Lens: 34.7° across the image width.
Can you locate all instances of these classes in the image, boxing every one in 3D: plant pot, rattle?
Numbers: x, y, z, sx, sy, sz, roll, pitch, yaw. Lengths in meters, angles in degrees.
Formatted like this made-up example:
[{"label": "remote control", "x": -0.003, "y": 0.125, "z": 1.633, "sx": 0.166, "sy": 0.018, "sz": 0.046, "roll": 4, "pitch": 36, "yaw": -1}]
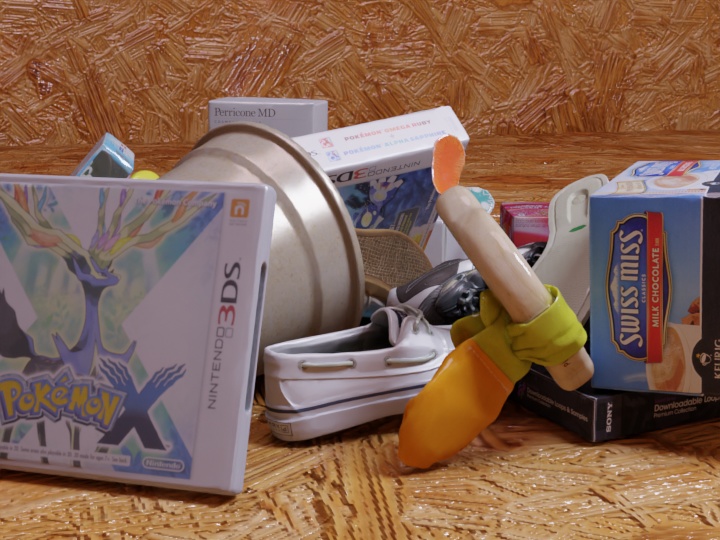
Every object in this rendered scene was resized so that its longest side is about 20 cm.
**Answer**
[{"label": "plant pot", "x": -0.129, "y": 0.015, "z": 0.828, "sx": 0.199, "sy": 0.203, "sz": 0.183, "roll": 10, "pitch": 27, "yaw": 41}, {"label": "rattle", "x": 0.057, "y": 0.017, "z": 0.774, "sx": 0.130, "sy": 0.143, "sz": 0.201, "roll": 22, "pitch": 27, "yaw": -51}]

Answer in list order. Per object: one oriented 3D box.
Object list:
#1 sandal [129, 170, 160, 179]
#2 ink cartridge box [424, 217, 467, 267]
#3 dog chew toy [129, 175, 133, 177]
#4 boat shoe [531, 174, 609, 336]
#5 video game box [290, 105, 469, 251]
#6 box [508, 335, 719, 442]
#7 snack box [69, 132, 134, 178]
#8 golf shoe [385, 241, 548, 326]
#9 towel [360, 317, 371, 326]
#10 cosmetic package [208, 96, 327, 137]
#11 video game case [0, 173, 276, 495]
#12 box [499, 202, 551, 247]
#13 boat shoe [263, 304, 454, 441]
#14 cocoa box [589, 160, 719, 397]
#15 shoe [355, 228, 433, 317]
[{"label": "sandal", "x": -0.190, "y": 0.000, "z": 0.957, "sx": 0.086, "sy": 0.080, "sz": 0.201, "roll": 19, "pitch": 55, "yaw": 12}, {"label": "ink cartridge box", "x": 0.025, "y": -0.032, "z": 1.243, "sx": 0.198, "sy": 0.089, "sz": 0.145, "roll": 3, "pitch": 12, "yaw": 24}, {"label": "dog chew toy", "x": -0.211, "y": -0.016, "z": 1.102, "sx": 0.123, "sy": 0.126, "sz": 0.200, "roll": -6, "pitch": 21, "yaw": -26}, {"label": "boat shoe", "x": 0.174, "y": 0.004, "z": 0.889, "sx": 0.071, "sy": 0.068, "sz": 0.201, "roll": -15, "pitch": 29, "yaw": 29}, {"label": "video game box", "x": -0.017, "y": -0.042, "z": 0.981, "sx": 0.180, "sy": 0.201, "sz": 0.047, "roll": -13, "pitch": 57, "yaw": -23}, {"label": "box", "x": 0.208, "y": 0.076, "z": 0.849, "sx": 0.198, "sy": 0.037, "sz": 0.143, "roll": -4, "pitch": 12, "yaw": -25}, {"label": "snack box", "x": -0.278, "y": -0.032, "z": 1.031, "sx": 0.037, "sy": 0.200, "sz": 0.116, "roll": 40, "pitch": 2, "yaw": -16}, {"label": "golf shoe", "x": 0.105, "y": 0.013, "z": 0.954, "sx": 0.094, "sy": 0.079, "sz": 0.199, "roll": 12, "pitch": 14, "yaw": 43}, {"label": "towel", "x": 0.077, "y": 0.054, "z": 0.992, "sx": 0.197, "sy": 0.022, "sz": 0.147, "roll": 2, "pitch": 12, "yaw": 1}, {"label": "cosmetic package", "x": -0.088, "y": -0.064, "z": 1.113, "sx": 0.106, "sy": 0.202, "sz": 0.085, "roll": 1, "pitch": 11, "yaw": 7}, {"label": "video game case", "x": -0.156, "y": 0.034, "z": 0.703, "sx": 0.198, "sy": 0.185, "sz": 0.022, "roll": 3, "pitch": -10, "yaw": 16}, {"label": "box", "x": 0.235, "y": -0.011, "z": 1.102, "sx": 0.197, "sy": 0.101, "sz": 0.096, "roll": 0, "pitch": 12, "yaw": -1}, {"label": "boat shoe", "x": 0.027, "y": 0.057, "z": 0.785, "sx": 0.198, "sy": 0.068, "sz": 0.073, "roll": -17, "pitch": 17, "yaw": -26}, {"label": "cocoa box", "x": 0.240, "y": -0.002, "z": 0.803, "sx": 0.130, "sy": 0.135, "sz": 0.200, "roll": 2, "pitch": 12, "yaw": 22}, {"label": "shoe", "x": 0.000, "y": 0.000, "z": 0.958, "sx": 0.053, "sy": 0.071, "sz": 0.199, "roll": -18, "pitch": -22, "yaw": 32}]
